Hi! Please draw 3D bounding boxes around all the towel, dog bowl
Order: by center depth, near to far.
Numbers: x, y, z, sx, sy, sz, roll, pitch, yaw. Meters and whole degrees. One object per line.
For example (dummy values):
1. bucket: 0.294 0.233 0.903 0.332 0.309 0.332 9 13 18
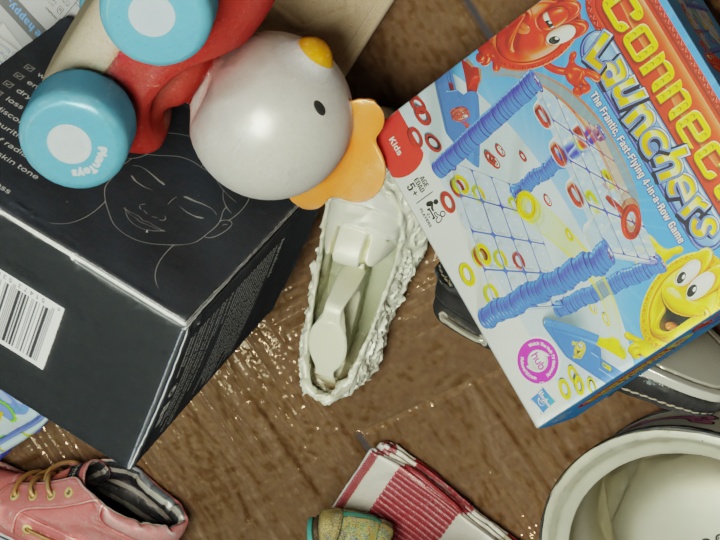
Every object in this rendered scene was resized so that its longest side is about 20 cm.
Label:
1. dog bowl: 0.212 0.167 1.348 0.199 0.074 0.201 12 119 22
2. towel: 0.061 0.217 1.483 0.200 0.023 0.144 37 128 7

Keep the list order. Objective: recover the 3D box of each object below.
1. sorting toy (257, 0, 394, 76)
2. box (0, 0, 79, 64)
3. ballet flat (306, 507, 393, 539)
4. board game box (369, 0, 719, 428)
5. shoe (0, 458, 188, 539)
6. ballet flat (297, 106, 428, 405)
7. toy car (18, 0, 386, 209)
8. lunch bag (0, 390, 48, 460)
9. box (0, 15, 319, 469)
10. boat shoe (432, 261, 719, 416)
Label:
1. sorting toy: -0.043 -0.226 1.302 0.185 0.036 0.200 38 121 4
2. box: -0.192 -0.104 1.434 0.156 0.041 0.200 46 127 -2
3. ballet flat: 0.001 0.245 1.484 0.070 0.071 0.201 11 122 22
4. board game box: 0.133 -0.048 1.238 0.195 0.056 0.201 -36 78 28
5. shoe: -0.216 0.159 1.568 0.199 0.071 0.091 30 120 7
6. ballet flat: 0.000 0.000 1.375 0.071 0.072 0.201 21 122 16
7. toy car: -0.061 -0.114 1.252 0.199 0.185 0.177 30 122 -13
8. lunch bag: -0.266 0.047 1.501 0.161 0.082 0.200 51 141 -6
9. box: -0.155 -0.023 1.313 0.199 0.197 0.124 31 128 8
10. boat shoe: 0.131 0.041 1.324 0.199 0.074 0.061 25 124 17
